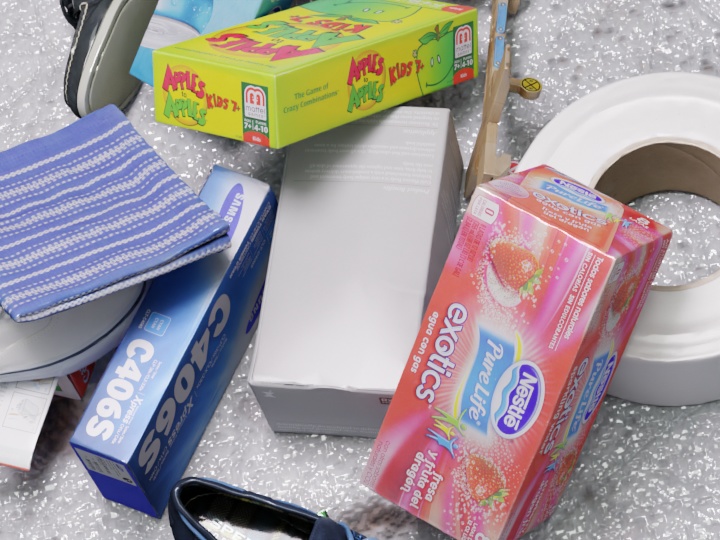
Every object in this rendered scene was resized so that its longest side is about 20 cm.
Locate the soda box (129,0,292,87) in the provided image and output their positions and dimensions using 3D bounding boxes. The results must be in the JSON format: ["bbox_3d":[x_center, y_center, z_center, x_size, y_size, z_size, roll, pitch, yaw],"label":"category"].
[{"bbox_3d":[-0.075,-0.202,1.623,0.068,0.064,0.201,30,112,12],"label":"soda box"}]

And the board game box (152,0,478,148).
[{"bbox_3d":[-0.025,-0.130,1.577,0.101,0.048,0.200,15,25,37],"label":"board game box"}]

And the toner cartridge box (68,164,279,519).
[{"bbox_3d":[-0.108,0.044,1.557,0.043,0.095,0.201,20,69,16],"label":"toner cartridge box"}]

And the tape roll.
[{"bbox_3d":[0.190,-0.021,1.557,0.201,0.071,0.203,-3,64,7],"label":"tape roll"}]

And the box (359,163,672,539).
[{"bbox_3d":[0.091,0.051,1.464,0.094,0.103,0.201,28,111,19],"label":"box"}]

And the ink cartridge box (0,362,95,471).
[{"bbox_3d":[-0.221,0.033,1.606,0.109,0.050,0.201,11,67,14],"label":"ink cartridge box"}]

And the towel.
[{"bbox_3d":[-0.178,-0.038,1.545,0.144,0.024,0.200,-22,32,-16],"label":"towel"}]

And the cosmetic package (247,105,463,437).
[{"bbox_3d":[0.000,0.000,1.569,0.106,0.090,0.201,5,68,12],"label":"cosmetic package"}]

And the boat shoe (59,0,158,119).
[{"bbox_3d":[-0.170,-0.188,1.693,0.066,0.075,0.200,10,68,18],"label":"boat shoe"}]

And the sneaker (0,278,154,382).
[{"bbox_3d":[-0.223,0.031,1.538,0.199,0.071,0.073,-20,63,-1],"label":"sneaker"}]

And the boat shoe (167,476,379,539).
[{"bbox_3d":[-0.031,0.182,1.467,0.199,0.069,0.084,18,69,16],"label":"boat shoe"}]

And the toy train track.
[{"bbox_3d":[0.097,-0.121,1.616,0.032,0.115,0.201,11,47,-5],"label":"toy train track"}]

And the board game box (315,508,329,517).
[{"bbox_3d":[-0.096,0.226,1.506,0.199,0.023,0.105,-20,62,-1],"label":"board game box"}]
